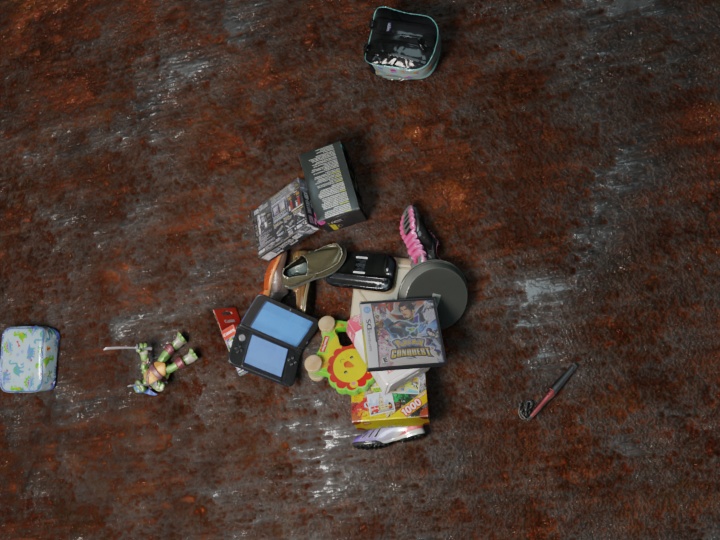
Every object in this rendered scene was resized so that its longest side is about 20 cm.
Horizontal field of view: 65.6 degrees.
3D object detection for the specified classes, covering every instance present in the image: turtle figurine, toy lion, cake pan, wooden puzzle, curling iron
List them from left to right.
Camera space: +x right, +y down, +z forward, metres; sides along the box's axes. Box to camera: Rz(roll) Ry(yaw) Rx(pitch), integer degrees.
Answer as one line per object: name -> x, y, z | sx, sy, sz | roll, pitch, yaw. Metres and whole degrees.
turtle figurine -> -0.572, 0.261, 1.577 | 0.193, 0.201, 0.144 | -38, 38, -17
toy lion -> -0.039, 0.231, 1.491 | 0.190, 0.069, 0.201 | 8, 54, 13
wooden puzzle -> 0.071, 0.060, 1.559 | 0.183, 0.037, 0.202 | 5, 79, 11
cake pan -> 0.196, 0.073, 1.484 | 0.198, 0.037, 0.202 | -2, 105, -9
curling iron -> 0.487, 0.313, 1.453 | 0.200, 0.026, 0.050 | -42, 81, 2

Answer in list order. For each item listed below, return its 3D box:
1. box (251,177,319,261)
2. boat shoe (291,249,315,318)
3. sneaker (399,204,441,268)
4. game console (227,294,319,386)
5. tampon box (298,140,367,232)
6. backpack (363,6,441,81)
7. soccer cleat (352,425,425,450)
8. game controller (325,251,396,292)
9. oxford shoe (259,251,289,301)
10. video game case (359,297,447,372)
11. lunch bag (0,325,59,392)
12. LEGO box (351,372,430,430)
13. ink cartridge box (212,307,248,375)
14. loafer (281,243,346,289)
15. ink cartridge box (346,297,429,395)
box -> -0.216, -0.142, 1.570 | 0.199, 0.050, 0.159 | -31, 59, 28
boat shoe -> -0.166, 0.041, 1.588 | 0.067, 0.072, 0.202 | 2, 73, 12
sneaker -> 0.172, -0.088, 1.548 | 0.095, 0.079, 0.202 | -2, 68, -25
game console -> -0.230, 0.191, 1.503 | 0.199, 0.118, 0.172 | 26, 51, -22
tampon box -> -0.074, -0.229, 1.560 | 0.125, 0.150, 0.202 | -17, 80, 7
backpack -> 0.128, -0.626, 1.573 | 0.198, 0.153, 0.177 | 13, 87, 21
soccer cleat -> 0.073, 0.431, 1.500 | 0.198, 0.068, 0.074 | -16, 61, 9
game controller -> 0.000, 0.000, 1.550 | 0.198, 0.042, 0.105 | 6, 66, 19
oxford shoe -> -0.239, 0.033, 1.610 | 0.072, 0.071, 0.202 | 21, 78, -20
video game case -> 0.103, 0.157, 1.396 | 0.198, 0.026, 0.182 | -3, 61, -7
lunch bag -> -1.010, 0.268, 1.699 | 0.159, 0.082, 0.202 | -4, 82, 9
LEGO box -> 0.080, 0.330, 1.474 | 0.198, 0.077, 0.150 | -7, 58, 9
ink cartridge box -> -0.329, 0.188, 1.570 | 0.050, 0.109, 0.201 | -29, 78, 21
loafer -> -0.129, -0.014, 1.523 | 0.199, 0.070, 0.076 | -30, 71, -2
ink cartridge box -> 0.074, 0.193, 1.435 | 0.145, 0.085, 0.201 | -26, 64, -18
